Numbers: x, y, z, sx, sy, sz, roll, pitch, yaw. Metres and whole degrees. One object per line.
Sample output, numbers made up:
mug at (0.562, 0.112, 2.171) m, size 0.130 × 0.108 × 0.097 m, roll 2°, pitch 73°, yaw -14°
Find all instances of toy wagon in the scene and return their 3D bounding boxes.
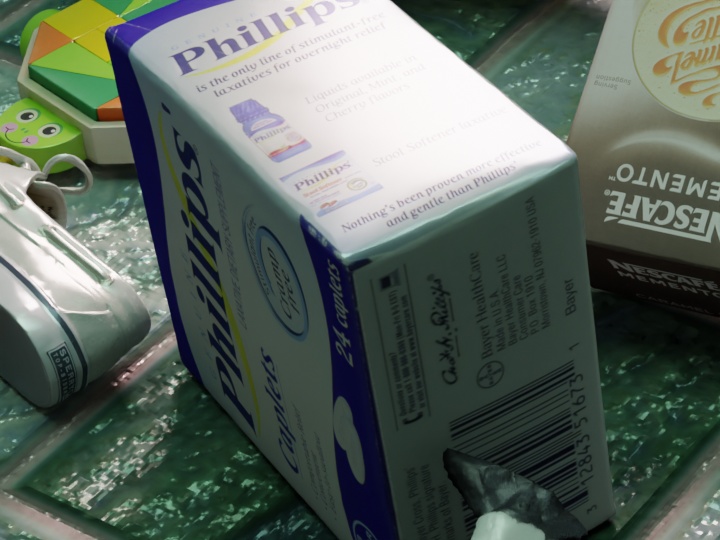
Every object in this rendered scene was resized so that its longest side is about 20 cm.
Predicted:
toy wagon at (-0.105, -0.095, 1.343) m, size 0.200 × 0.040 × 0.155 m, roll -31°, pitch 43°, yaw -28°

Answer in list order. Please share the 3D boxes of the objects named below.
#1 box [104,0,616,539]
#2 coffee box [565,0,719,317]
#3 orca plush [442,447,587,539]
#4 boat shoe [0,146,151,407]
box at (0.000, 0.000, 1.085) m, size 0.105 × 0.184 × 0.200 m, roll -25°, pitch 40°, yaw -19°
coffee box at (0.167, -0.084, 1.170) m, size 0.114 × 0.080 × 0.200 m, roll 12°, pitch 77°, yaw 26°
orca plush at (-0.002, 0.154, 0.975) m, size 0.071 × 0.105 × 0.200 m, roll -21°, pitch 43°, yaw 56°
boat shoe at (-0.160, -0.021, 1.229) m, size 0.086 × 0.075 × 0.202 m, roll -30°, pitch 45°, yaw -25°
